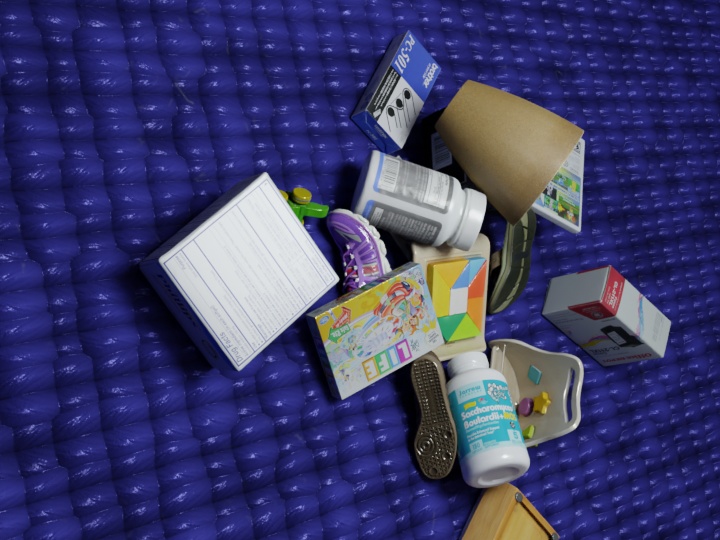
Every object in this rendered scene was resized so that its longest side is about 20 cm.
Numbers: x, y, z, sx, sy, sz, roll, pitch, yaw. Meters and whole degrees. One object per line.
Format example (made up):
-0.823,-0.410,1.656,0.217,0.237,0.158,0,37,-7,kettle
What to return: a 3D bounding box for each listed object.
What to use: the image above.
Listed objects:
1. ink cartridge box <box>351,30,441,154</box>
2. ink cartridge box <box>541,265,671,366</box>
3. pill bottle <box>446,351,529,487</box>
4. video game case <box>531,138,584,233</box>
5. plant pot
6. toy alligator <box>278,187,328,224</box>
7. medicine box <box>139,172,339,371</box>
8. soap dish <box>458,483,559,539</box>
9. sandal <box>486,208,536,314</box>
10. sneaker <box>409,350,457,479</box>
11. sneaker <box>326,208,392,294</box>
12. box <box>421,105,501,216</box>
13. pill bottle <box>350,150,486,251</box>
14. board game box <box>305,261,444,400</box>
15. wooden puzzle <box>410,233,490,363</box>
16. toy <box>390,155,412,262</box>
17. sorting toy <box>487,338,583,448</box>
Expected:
0.063,-0.303,1.760,0.094,0.044,0.202,43,54,-26,ink cartridge box
0.459,0.088,1.931,0.199,0.145,0.084,37,58,-27,ink cartridge box
0.195,0.236,1.669,0.109,0.111,0.203,13,50,-38,pill bottle
0.324,-0.184,1.833,0.198,0.022,0.186,23,64,-36,video game case
0.222,-0.205,1.663,0.199,0.187,0.187,36,54,2,plant pot
-0.138,-0.093,1.530,0.197,0.060,0.054,-7,38,-35,toy alligator
-0.164,0.002,1.413,0.200,0.102,0.183,-41,106,-22,medicine box
0.232,0.460,1.679,0.158,0.081,0.201,49,53,-20,soap dish
0.256,-0.021,1.807,0.079,0.057,0.205,-8,116,-44,sandal
0.120,0.226,1.652,0.076,0.069,0.204,-41,127,-75,sneaker
0.000,0.000,1.605,0.083,0.080,0.202,-34,102,-35,sneaker
0.213,-0.192,1.822,0.198,0.104,0.151,8,73,-39,box
0.092,-0.106,1.640,0.197,0.114,0.116,18,64,-8,pill bottle
0.025,0.089,1.577,0.198,0.034,0.137,-27,108,-26,board game box
0.152,0.046,1.720,0.183,0.037,0.204,-7,100,-42,wooden puzzle
0.099,-0.085,1.731,0.115,0.047,0.202,-44,108,-40,toy
0.295,0.216,1.732,0.106,0.179,0.203,25,63,-32,sorting toy
